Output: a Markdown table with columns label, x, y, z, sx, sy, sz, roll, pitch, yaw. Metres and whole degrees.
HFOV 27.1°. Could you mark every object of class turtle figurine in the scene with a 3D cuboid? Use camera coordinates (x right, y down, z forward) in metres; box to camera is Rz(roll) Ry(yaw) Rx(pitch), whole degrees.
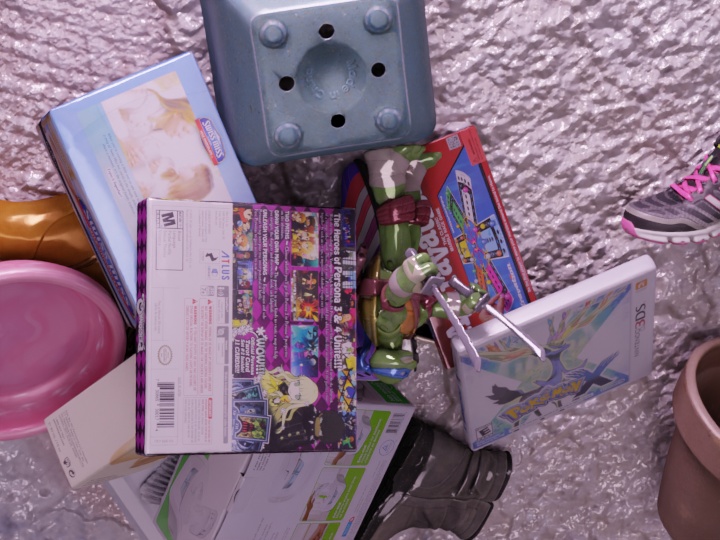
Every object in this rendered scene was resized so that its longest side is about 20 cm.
| label | x | y | z | sx | sy | sz | roll | pitch | yaw |
| --- | --- | --- | --- | --- | --- | --- | --- | --- | --- |
| turtle figurine | 0.069 | -0.006 | 1.252 | 0.143 | 0.199 | 0.195 | -2 | 86 | -40 |

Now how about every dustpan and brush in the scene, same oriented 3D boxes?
| label | x | y | z | sx | sy | sz | roll | pitch | yaw |
| --- | --- | --- | --- | --- | --- | --- | --- | --- | --- |
| dustpan and brush | -0.140 | 0.181 | 1.446 | 0.200 | 0.057 | 0.140 | -39 | 123 | -17 |

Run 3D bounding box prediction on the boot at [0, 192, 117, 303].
| label | x | y | z | sx | sy | sz | roll | pitch | yaw |
| --- | --- | --- | --- | --- | --- | --- | --- | --- | --- |
| boot | -0.262 | -0.054 | 1.339 | 0.144 | 0.071 | 0.201 | -42 | 117 | 5 |

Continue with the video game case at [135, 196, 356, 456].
| label | x | y | z | sx | sy | sz | roll | pitch | yaw |
| --- | --- | --- | --- | --- | --- | --- | --- | --- | --- |
| video game case | -0.089 | 0.046 | 1.195 | 0.180 | 0.036 | 0.201 | 1 | 85 | -24 |

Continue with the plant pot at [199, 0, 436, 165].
| label | x | y | z | sx | sy | sz | roll | pitch | yaw |
| --- | --- | --- | --- | --- | --- | --- | --- | --- | --- |
| plant pot | -0.030 | -0.185 | 1.234 | 0.194 | 0.200 | 0.197 | -9 | 114 | -3 |

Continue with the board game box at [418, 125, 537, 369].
| label | x | y | z | sx | sy | sz | roll | pitch | yaw |
| --- | --- | --- | --- | --- | --- | --- | --- | --- | --- |
| board game box | 0.091 | -0.021 | 1.374 | 0.102 | 0.019 | 0.201 | -21 | 96 | -7 |

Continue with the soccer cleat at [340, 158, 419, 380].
| label | x | y | z | sx | sy | sz | roll | pitch | yaw |
| --- | --- | --- | --- | --- | --- | --- | --- | --- | --- |
| soccer cleat | 0.000 | 0.000 | 1.349 | 0.073 | 0.068 | 0.201 | -12 | 86 | -1 |

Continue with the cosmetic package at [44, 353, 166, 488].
| label | x | y | z | sx | sy | sz | roll | pitch | yaw |
| --- | --- | --- | --- | --- | --- | --- | --- | --- | --- |
| cosmetic package | -0.170 | 0.112 | 1.297 | 0.200 | 0.105 | 0.071 | -34 | 75 | 35 |

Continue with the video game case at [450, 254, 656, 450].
| label | x | y | z | sx | sy | sz | roll | pitch | yaw |
| --- | --- | --- | --- | --- | --- | --- | --- | --- | --- |
| video game case | 0.184 | 0.081 | 1.404 | 0.199 | 0.022 | 0.183 | -22 | 144 | -7 |

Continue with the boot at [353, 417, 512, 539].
| label | x | y | z | sx | sy | sz | roll | pitch | yaw |
| --- | --- | --- | --- | --- | --- | --- | --- | --- | --- |
| boot | 0.062 | 0.249 | 1.502 | 0.130 | 0.068 | 0.201 | 26 | 109 | -22 |

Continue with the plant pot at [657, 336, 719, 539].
| label | x | y | z | sx | sy | sz | roll | pitch | yaw |
| --- | --- | --- | --- | --- | --- | --- | --- | --- | --- |
| plant pot | 0.373 | 0.192 | 1.460 | 0.199 | 0.201 | 0.175 | 14 | 129 | -12 |

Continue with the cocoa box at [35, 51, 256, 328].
| label | x | y | z | sx | sy | sz | roll | pitch | yaw |
| --- | --- | --- | --- | --- | --- | --- | --- | --- | --- |
| cocoa box | -0.171 | -0.064 | 1.264 | 0.133 | 0.131 | 0.201 | -25 | 98 | -14 |

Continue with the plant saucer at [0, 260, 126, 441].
| label | x | y | z | sx | sy | sz | roll | pitch | yaw |
| --- | --- | --- | --- | --- | --- | --- | --- | --- | --- |
| plant saucer | -0.308 | 0.064 | 1.317 | 0.199 | 0.051 | 0.201 | -14 | 133 | -15 |

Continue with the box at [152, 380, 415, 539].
| label | x | y | z | sx | sy | sz | roll | pitch | yaw |
| --- | --- | --- | --- | --- | --- | --- | --- | --- | --- |
| box | -0.072 | 0.184 | 1.400 | 0.176 | 0.097 | 0.201 | 7 | 115 | -40 |

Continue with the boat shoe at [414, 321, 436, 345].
| label | x | y | z | sx | sy | sz | roll | pitch | yaw |
| --- | --- | --- | --- | --- | --- | --- | --- | --- | --- |
| boat shoe | 0.046 | 0.033 | 1.408 | 0.199 | 0.063 | 0.072 | 16 | 112 | -11 |

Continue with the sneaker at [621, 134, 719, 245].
| label | x | y | z | sx | sy | sz | roll | pitch | yaw |
| --- | --- | --- | --- | --- | --- | --- | --- | --- | --- |
| sneaker | 0.333 | -0.085 | 1.388 | 0.199 | 0.074 | 0.088 | -15 | 114 | -6 |

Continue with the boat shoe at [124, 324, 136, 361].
| label | x | y | z | sx | sy | sz | roll | pitch | yaw |
| --- | --- | --- | --- | --- | --- | --- | --- | --- | --- |
| boat shoe | -0.186 | 0.074 | 1.393 | 0.072 | 0.072 | 0.201 | 27 | 107 | -16 |
